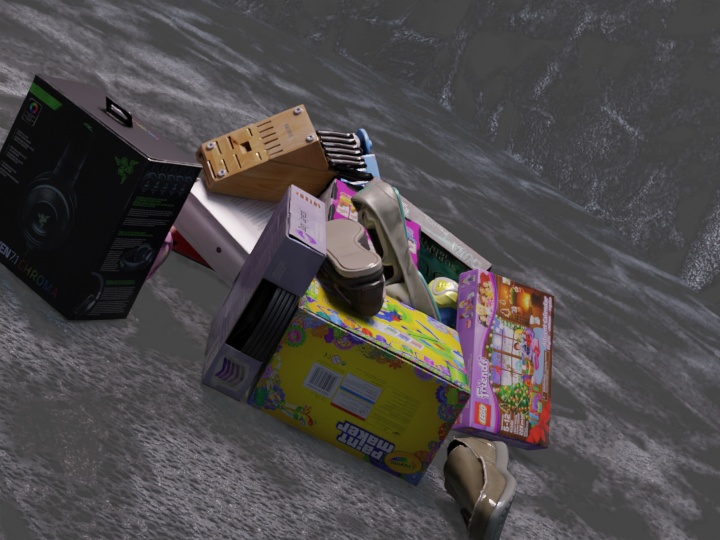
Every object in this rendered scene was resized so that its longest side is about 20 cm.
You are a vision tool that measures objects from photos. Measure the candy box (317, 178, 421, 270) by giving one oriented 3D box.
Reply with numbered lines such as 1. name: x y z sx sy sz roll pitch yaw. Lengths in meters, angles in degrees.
1. candy box: 0.000 0.000 1.571 0.136 0.061 0.200 28 41 -20

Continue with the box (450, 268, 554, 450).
1. box: 0.178 0.111 1.589 0.137 0.201 0.039 18 -22 -35

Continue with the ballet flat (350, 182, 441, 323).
1. ballet flat: 0.035 -0.001 1.489 0.064 0.201 0.067 -20 5 -23

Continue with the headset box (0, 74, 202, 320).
1. headset box: -0.279 -0.079 1.305 0.174 0.200 0.093 37 16 24

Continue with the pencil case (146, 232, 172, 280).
1. pencil case: -0.306 -0.063 1.427 0.200 0.088 0.087 34 15 12

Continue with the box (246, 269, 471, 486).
1. box: -0.001 0.102 1.384 0.200 0.122 0.193 27 15 -7

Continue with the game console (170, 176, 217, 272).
1. game console: -0.216 -0.054 1.694 0.200 0.119 0.172 27 -16 -13

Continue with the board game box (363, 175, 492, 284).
1. board game box: 0.082 -0.025 1.710 0.200 0.028 0.135 38 -26 18

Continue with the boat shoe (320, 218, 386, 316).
1. boat shoe: -0.015 -0.005 1.399 0.067 0.057 0.200 -11 20 -8

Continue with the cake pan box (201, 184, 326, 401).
1. cake pan box: -0.100 0.019 1.350 0.052 0.185 0.200 27 14 -11

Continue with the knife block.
1. knife block: -0.088 -0.120 1.624 0.176 0.199 0.064 71 -4 -57

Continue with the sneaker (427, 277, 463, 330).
1. sneaker: 0.101 0.100 1.658 0.076 0.105 0.200 27 -27 39

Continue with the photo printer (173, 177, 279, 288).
1. photo printer: -0.122 -0.039 1.605 0.200 0.069 0.166 46 36 6

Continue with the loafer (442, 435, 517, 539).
1. loafer: 0.115 0.225 1.324 0.069 0.075 0.200 17 11 -1

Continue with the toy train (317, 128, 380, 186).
1. toy train: -0.033 -0.123 1.816 0.086 0.115 0.200 -7 -14 -18
